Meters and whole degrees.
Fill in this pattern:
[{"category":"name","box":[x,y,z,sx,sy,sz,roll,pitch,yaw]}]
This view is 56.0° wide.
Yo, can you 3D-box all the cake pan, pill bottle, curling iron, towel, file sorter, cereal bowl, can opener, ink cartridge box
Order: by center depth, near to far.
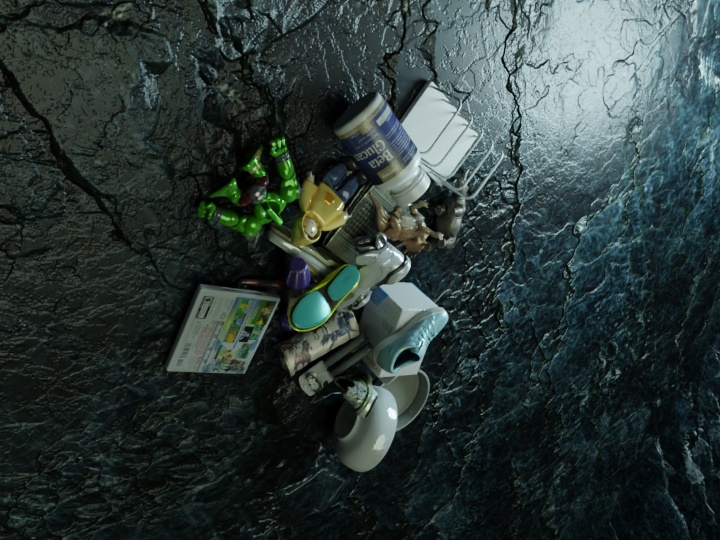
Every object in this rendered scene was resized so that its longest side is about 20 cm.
[{"category":"pill bottle","box":[0.047,-0.225,1.286,0.111,0.111,0.201,-42,112,-5]},{"category":"curling iron","box":[-0.170,0.036,1.389,0.196,0.026,0.050,-5,128,-35]},{"category":"file sorter","box":[0.185,-0.260,1.400,0.140,0.124,0.199,-52,134,4]},{"category":"towel","box":[0.029,-0.091,1.459,0.194,0.035,0.199,-50,136,4]},{"category":"can opener","box":[-0.058,0.214,1.546,0.198,0.053,0.066,-38,175,14]},{"category":"ink cartridge box","box":[0.076,0.146,1.569,0.123,0.128,0.204,2,117,-37]},{"category":"cereal bowl","box":[-0.004,0.365,1.608,0.082,0.200,0.203,29,99,-27]},{"category":"cake pan","box":[0.092,0.332,1.758,0.196,0.037,0.205,-19,127,-27]}]

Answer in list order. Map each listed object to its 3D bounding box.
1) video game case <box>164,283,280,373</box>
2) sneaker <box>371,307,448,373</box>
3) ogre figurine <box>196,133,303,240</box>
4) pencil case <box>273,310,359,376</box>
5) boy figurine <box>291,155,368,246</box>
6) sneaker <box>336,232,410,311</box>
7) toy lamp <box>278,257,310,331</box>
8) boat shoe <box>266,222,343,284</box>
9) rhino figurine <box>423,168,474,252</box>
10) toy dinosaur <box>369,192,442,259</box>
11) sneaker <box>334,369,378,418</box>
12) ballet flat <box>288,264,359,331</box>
[{"category":"video game case","box":[-0.274,0.122,1.349,0.179,0.022,0.203,9,119,-40]},{"category":"sneaker","box":[0.124,0.160,1.466,0.198,0.082,0.075,-35,133,-13]},{"category":"ogre figurine","box":[-0.189,-0.137,1.219,0.201,0.097,0.120,-50,124,-14]},{"category":"pencil case","box":[-0.091,0.150,1.483,0.197,0.089,0.079,-30,97,-19]},{"category":"boy figurine","box":[-0.071,-0.131,1.294,0.125,0.064,0.201,51,63,-25]},{"category":"sneaker","box":[0.000,0.000,1.428,0.197,0.076,0.115,-32,124,17]},{"category":"toy lamp","box":[-0.131,0.047,1.352,0.057,0.059,0.202,-22,151,-23]},{"category":"boat shoe","box":[-0.117,-0.024,1.357,0.198,0.075,0.069,32,102,-38]},{"category":"rhino figurine","box":[0.207,-0.136,1.533,0.087,0.059,0.205,-16,129,-59]},{"category":"toy dinosaur","box":[0.085,-0.089,1.428,0.196,0.088,0.135,19,146,-26]},{"category":"sneaker","box":[-0.020,0.259,1.542,0.088,0.200,0.078,37,89,-16]},{"category":"ballet flat","box":[-0.077,0.059,1.330,0.199,0.067,0.068,-41,101,-35]}]
